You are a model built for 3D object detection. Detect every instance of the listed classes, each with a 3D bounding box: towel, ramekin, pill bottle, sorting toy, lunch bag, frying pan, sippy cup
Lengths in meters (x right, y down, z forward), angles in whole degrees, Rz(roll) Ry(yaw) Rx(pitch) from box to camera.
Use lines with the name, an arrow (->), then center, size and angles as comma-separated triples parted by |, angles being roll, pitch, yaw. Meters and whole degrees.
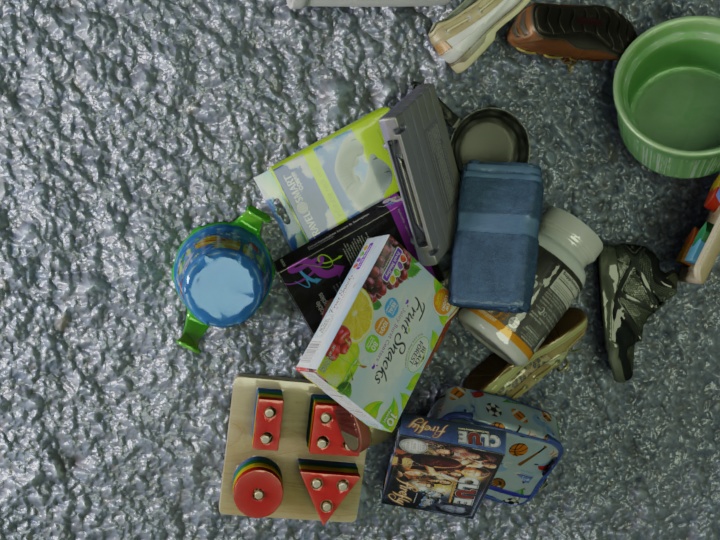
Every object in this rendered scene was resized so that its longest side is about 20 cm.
towel -> 0.176, -0.044, 1.080 | 0.110, 0.049, 0.202 | 6, 73, 12
ramekin -> 0.433, -0.221, 1.095 | 0.197, 0.098, 0.202 | -5, 70, 13
pill bottle -> 0.233, 0.020, 1.132 | 0.116, 0.116, 0.201 | 39, 85, -13
sorting toy -> 0.482, -0.071, 1.134 | 0.036, 0.200, 0.187 | 25, 95, 15
lunch bag -> 0.178, 0.254, 1.171 | 0.198, 0.076, 0.161 | 20, 123, -10
frying pan -> 0.139, -0.173, 1.130 | 0.188, 0.031, 0.116 | 16, 98, -9
sorting toy -> -0.086, 0.257, 1.149 | 0.197, 0.070, 0.201 | 7, 99, -11
sippy cup -> -0.175, 0.012, 1.061 | 0.138, 0.130, 0.180 | -7, 100, -8

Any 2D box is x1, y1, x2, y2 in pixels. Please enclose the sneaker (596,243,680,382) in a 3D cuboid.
sneaker -> 0.396, 0.061, 1.179 | 0.113, 0.076, 0.202 | -2, 97, 15

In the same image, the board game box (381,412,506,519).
board game box -> 0.105, 0.263, 1.101 | 0.134, 0.035, 0.201 | 9, 141, 1

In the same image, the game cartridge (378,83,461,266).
game cartridge -> 0.085, -0.124, 1.072 | 0.038, 0.130, 0.202 | -4, 117, 28

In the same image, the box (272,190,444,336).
box -> 0.000, 0.000, 1.113 | 0.199, 0.036, 0.144 | -29, 125, -4

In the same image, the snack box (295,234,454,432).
snack box -> 0.025, 0.078, 1.047 | 0.142, 0.053, 0.201 | 42, 65, -29

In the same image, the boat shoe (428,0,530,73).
boat shoe -> 0.172, -0.355, 1.082 | 0.068, 0.075, 0.200 | 41, 91, -16

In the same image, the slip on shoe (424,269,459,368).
slip on shoe -> 0.087, 0.084, 1.156 | 0.201, 0.074, 0.061 | -54, 138, -4

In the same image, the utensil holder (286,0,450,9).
utensil holder -> 0.011, -0.403, 1.003 | 0.197, 0.170, 0.172 | -3, 100, -12

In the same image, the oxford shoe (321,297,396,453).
oxford shoe -> -0.002, 0.132, 1.099 | 0.074, 0.070, 0.203 | -11, 92, -30

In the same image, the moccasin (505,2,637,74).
moccasin -> 0.285, -0.308, 1.110 | 0.199, 0.078, 0.075 | -8, 85, -27

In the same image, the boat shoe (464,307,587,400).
boat shoe -> 0.242, 0.128, 1.184 | 0.199, 0.073, 0.063 | -36, 113, 10

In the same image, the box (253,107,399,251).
box -> -0.027, -0.118, 1.105 | 0.199, 0.048, 0.123 | -29, 103, -4
